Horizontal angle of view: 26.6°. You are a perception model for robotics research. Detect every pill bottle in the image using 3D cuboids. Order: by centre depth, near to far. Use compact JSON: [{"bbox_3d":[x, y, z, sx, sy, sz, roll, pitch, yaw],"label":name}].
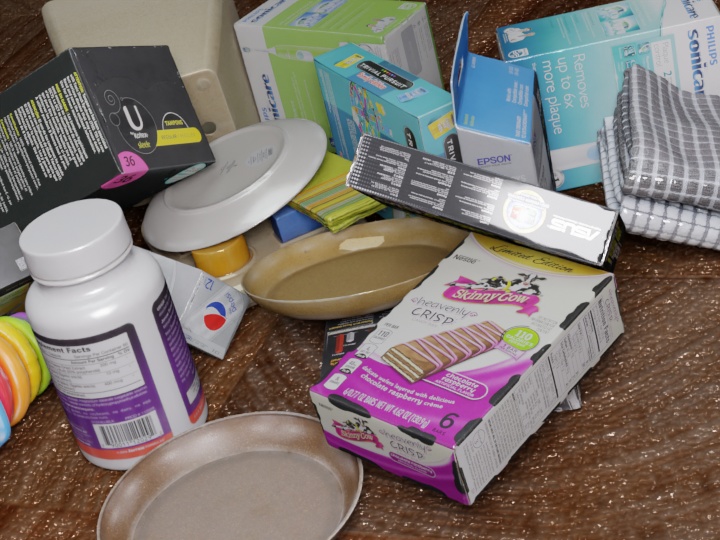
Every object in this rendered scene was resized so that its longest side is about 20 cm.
[{"bbox_3d":[-0.199,0.049,1.208,0.111,0.200,0.111,-11,31,6],"label":"pill bottle"}]

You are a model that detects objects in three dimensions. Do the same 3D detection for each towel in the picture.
[{"bbox_3d":[0.296,-0.096,1.306,0.166,0.086,0.200,9,32,0],"label":"towel"},{"bbox_3d":[-0.042,-0.084,1.442,0.086,0.018,0.200,-24,29,-23],"label":"towel"}]

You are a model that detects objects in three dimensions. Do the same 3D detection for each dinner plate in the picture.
[{"bbox_3d":[-0.125,-0.091,1.461,0.200,0.024,0.200,-20,33,14],"label":"dinner plate"}]

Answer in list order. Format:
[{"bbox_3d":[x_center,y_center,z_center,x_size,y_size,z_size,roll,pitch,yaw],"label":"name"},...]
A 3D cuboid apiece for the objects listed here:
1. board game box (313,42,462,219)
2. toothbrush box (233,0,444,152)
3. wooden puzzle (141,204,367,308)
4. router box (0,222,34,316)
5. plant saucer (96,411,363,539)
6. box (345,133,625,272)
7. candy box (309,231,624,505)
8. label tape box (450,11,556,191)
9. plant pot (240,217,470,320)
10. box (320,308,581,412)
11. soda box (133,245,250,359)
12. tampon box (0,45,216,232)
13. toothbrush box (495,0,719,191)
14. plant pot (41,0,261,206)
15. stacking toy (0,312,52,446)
[{"bbox_3d":[0.037,-0.113,1.421,0.047,0.151,0.200,-26,33,-19],"label":"board game box"},{"bbox_3d":[-0.018,-0.204,1.599,0.200,0.146,0.086,10,39,36],"label":"toothbrush box"},{"bbox_3d":[-0.104,-0.045,1.461,0.185,0.046,0.200,-23,34,-13],"label":"wooden puzzle"},{"bbox_3d":[-0.387,0.043,1.359,0.200,0.052,0.157,-28,-8,-20],"label":"router box"},{"bbox_3d":[-0.093,0.177,1.120,0.200,0.032,0.200,-12,31,7],"label":"plant saucer"},{"bbox_3d":[0.102,-0.048,1.181,0.200,0.044,0.160,18,1,12],"label":"box"},{"bbox_3d":[0.080,0.064,1.109,0.136,0.061,0.200,18,48,38],"label":"candy box"},{"bbox_3d":[0.127,-0.109,1.326,0.066,0.200,0.143,-5,32,12],"label":"label tape box"},{"bbox_3d":[0.000,0.000,1.278,0.200,0.027,0.200,-12,16,4],"label":"plant pot"},{"bbox_3d":[0.071,0.060,1.221,0.200,0.050,0.158,-10,31,8],"label":"box"},{"bbox_3d":[-0.194,0.017,1.369,0.200,0.068,0.063,18,81,42],"label":"soda box"},{"bbox_3d":[-0.269,-0.112,1.428,0.200,0.126,0.150,-25,-4,31],"label":"tampon box"},{"bbox_3d":[0.239,-0.168,1.429,0.200,0.146,0.085,-11,31,4],"label":"toothbrush box"},{"bbox_3d":[-0.208,-0.183,1.612,0.200,0.200,0.177,-17,40,0],"label":"plant pot"},{"bbox_3d":[-0.302,0.075,1.326,0.116,0.110,0.200,-15,14,35],"label":"stacking toy"}]
